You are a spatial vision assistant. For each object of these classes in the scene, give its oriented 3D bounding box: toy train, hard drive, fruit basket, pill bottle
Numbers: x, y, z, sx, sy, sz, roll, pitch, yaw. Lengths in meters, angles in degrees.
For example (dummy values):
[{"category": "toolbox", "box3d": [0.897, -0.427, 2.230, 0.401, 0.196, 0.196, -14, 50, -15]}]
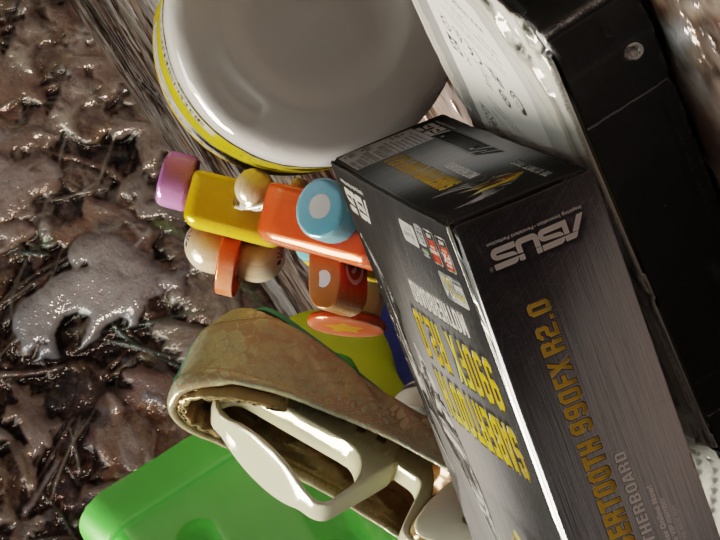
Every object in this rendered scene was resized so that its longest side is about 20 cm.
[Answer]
[{"category": "toy train", "box3d": [0.000, 0.000, 1.059, 0.150, 0.056, 0.200, 14, 179, 30]}, {"category": "hard drive", "box3d": [0.070, -0.044, 0.864, 0.140, 0.038, 0.200, 52, 174, 47]}, {"category": "fruit basket", "box3d": [-0.028, 0.111, 1.171, 0.216, 0.155, 0.216, 58, 177, 5]}, {"category": "pill bottle", "box3d": [-0.027, -0.094, 1.054, 0.112, 0.111, 0.200, 57, 175, -5]}]

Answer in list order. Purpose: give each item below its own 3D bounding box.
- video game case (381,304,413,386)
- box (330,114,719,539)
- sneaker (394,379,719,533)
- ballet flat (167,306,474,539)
[{"category": "video game case", "box3d": [0.043, 0.072, 1.331, 0.181, 0.045, 0.201, -23, -81, -87]}, {"category": "box", "box3d": [0.054, 0.037, 0.868, 0.200, 0.048, 0.159, -140, 30, -76]}, {"category": "sneaker", "box3d": [0.095, 0.049, 1.028, 0.199, 0.079, 0.079, 6, 136, 51]}, {"category": "ballet flat", "box3d": [0.014, 0.085, 1.016, 0.199, 0.062, 0.068, 29, 137, 16]}]
